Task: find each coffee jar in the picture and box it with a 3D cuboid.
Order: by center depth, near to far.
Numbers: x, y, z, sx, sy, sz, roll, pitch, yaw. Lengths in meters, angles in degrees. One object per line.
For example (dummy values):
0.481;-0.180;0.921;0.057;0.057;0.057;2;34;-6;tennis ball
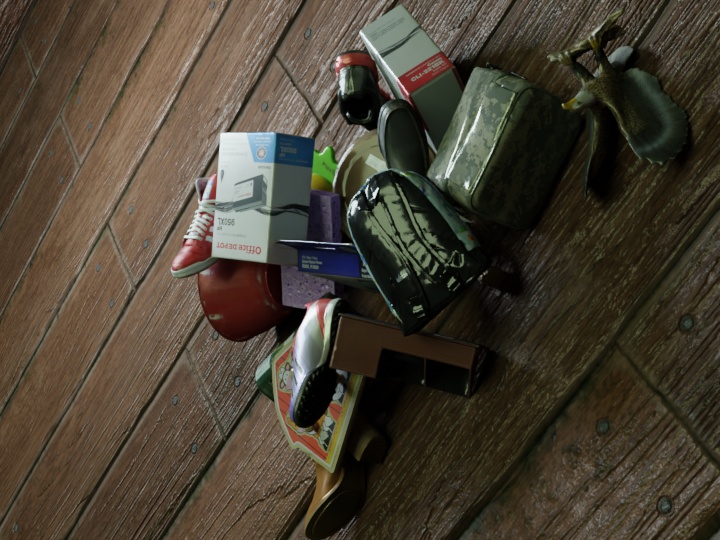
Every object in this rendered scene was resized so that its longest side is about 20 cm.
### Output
-0.074;0.130;1.839;0.200;0.104;0.085;-48;10;29;coffee jar

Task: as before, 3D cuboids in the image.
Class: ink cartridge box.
0.000;0.000;1.720;0.199;0.199;0.041;5;80;53;ink cartridge box
0.092;-0.287;1.749;0.084;0.144;0.200;-33;46;1;ink cartridge box
-0.153;-0.111;1.807;0.144;0.084;0.201;6;92;46;ink cartridge box

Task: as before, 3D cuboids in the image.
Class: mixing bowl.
-0.170;0.019;1.954;0.108;0.200;0.201;-6;71;34;mixing bowl

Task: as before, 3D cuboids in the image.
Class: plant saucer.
0.037;-0.127;1.799;0.199;0.029;0.201;-2;85;30;plant saucer

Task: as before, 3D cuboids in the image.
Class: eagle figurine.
0.318;-0.207;1.487;0.152;0.150;0.201;95;150;-84;eagle figurine

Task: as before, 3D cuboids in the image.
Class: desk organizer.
0.063;0.119;1.609;0.199;0.072;0.077;12;90;12;desk organizer

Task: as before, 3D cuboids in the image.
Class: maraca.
-0.070;-0.108;1.916;0.137;0.107;0.201;40;122;24;maraca

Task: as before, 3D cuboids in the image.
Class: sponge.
-0.080;-0.031;1.859;0.111;0.030;0.201;12;112;34;sponge

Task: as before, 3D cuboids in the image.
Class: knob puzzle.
-0.080;0.179;1.740;0.219;0.030;0.221;-4;85;48;knob puzzle

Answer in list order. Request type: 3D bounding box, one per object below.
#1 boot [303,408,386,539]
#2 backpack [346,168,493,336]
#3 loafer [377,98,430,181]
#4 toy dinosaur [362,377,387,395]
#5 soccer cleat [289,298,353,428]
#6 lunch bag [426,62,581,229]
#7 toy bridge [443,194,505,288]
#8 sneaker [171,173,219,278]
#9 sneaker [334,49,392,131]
-0.054;0.295;1.773;0.155;0.076;0.201;35;102;50;boot
0.070;-0.043;1.564;0.200;0.154;0.163;48;116;5;backpack
0.071;-0.150;1.668;0.072;0.201;0.072;-16;33;0;loafer
0.005;0.160;1.750;0.200;0.102;0.077;-45;57;44;toy dinosaur
-0.071;0.132;1.665;0.073;0.068;0.201;0;61;34;soccer cleat
0.185;-0.179;1.605;0.168;0.139;0.201;35;104;51;lunch bag
0.141;-0.057;1.673;0.027;0.067;0.200;-51;43;26;toy bridge
-0.249;-0.081;1.865;0.071;0.113;0.200;6;39;38;sneaker
0.009;-0.257;1.824;0.070;0.201;0.098;-7;63;14;sneaker
